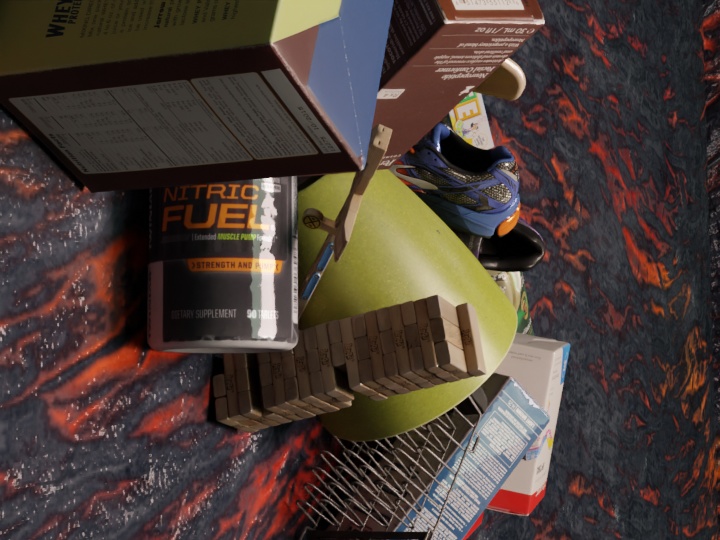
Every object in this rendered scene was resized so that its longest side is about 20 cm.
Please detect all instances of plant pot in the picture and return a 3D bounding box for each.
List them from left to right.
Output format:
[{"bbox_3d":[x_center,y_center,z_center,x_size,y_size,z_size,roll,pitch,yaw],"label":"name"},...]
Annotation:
[{"bbox_3d":[0.000,0.000,1.197,0.201,0.186,0.187,58,34,-24],"label":"plant pot"}]

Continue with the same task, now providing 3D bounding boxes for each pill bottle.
[{"bbox_3d":[-0.096,-0.045,1.036,0.106,0.106,0.202,12,76,-66],"label":"pill bottle"}]

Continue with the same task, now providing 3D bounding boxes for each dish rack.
[{"bbox_3d":[0.015,0.167,1.215,0.055,0.153,0.201,48,52,-30],"label":"dish rack"}]

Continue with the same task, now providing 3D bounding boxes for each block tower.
[{"bbox_3d":[-0.011,0.069,1.103,0.058,0.199,0.054,33,45,-62],"label":"block tower"}]

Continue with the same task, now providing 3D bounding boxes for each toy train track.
[{"bbox_3d":[-0.029,-0.030,1.064,0.115,0.032,0.200,-74,-172,-46],"label":"toy train track"}]

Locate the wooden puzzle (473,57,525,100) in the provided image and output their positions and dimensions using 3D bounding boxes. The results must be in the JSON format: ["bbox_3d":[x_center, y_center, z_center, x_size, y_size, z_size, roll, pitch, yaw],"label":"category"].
[{"bbox_3d":[0.026,-0.219,1.179,0.200,0.185,0.046,37,83,-31],"label":"wooden puzzle"}]

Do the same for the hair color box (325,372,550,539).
[{"bbox_3d":[0.064,0.178,1.272,0.061,0.100,0.200,45,75,-21],"label":"hair color box"}]

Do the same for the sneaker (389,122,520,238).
[{"bbox_3d":[0.046,-0.097,1.268,0.076,0.199,0.079,-72,175,-49],"label":"sneaker"}]

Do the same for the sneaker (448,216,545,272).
[{"bbox_3d":[0.068,-0.040,1.304,0.088,0.199,0.076,-144,-118,-68],"label":"sneaker"}]

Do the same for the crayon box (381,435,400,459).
[{"bbox_3d":[0.076,0.146,1.420,0.172,0.058,0.201,16,84,-71],"label":"crayon box"}]

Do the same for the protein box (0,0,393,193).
[{"bbox_3d":[-0.097,-0.171,0.923,0.135,0.199,0.200,51,42,-53],"label":"protein box"}]

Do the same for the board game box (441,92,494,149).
[{"bbox_3d":[0.062,-0.205,1.377,0.200,0.034,0.135,-119,-171,-57],"label":"board game box"}]

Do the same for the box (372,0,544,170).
[{"bbox_3d":[0.026,-0.148,1.059,0.100,0.200,0.075,-9,69,-39],"label":"box"}]

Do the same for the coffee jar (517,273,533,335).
[{"bbox_3d":[0.130,0.013,1.583,0.104,0.085,0.201,-45,128,-60],"label":"coffee jar"}]

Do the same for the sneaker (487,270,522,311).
[{"bbox_3d":[0.079,-0.019,1.396,0.089,0.077,0.201,-42,115,-28],"label":"sneaker"}]

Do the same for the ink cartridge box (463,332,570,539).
[{"bbox_3d":[0.152,0.167,1.465,0.116,0.067,0.201,-7,106,-74],"label":"ink cartridge box"}]
